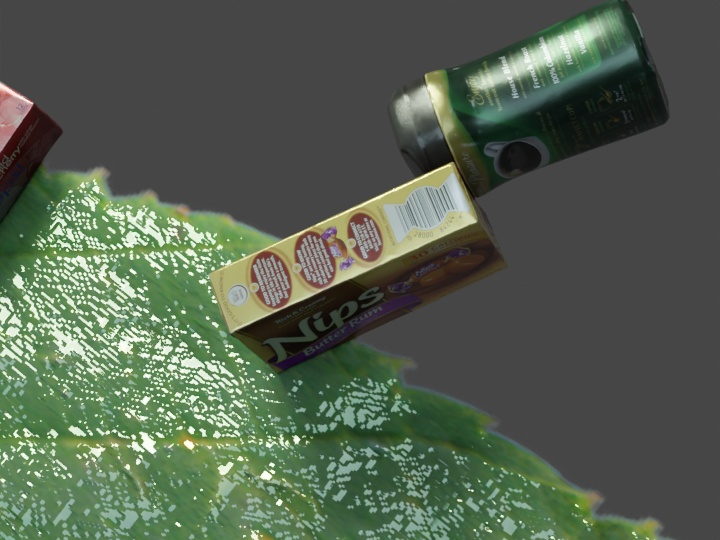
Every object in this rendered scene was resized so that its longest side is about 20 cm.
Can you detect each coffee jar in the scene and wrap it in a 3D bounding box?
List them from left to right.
[{"bbox_3d":[0.124,-0.122,1.487,0.199,0.104,0.086,-21,60,8],"label":"coffee jar"}]

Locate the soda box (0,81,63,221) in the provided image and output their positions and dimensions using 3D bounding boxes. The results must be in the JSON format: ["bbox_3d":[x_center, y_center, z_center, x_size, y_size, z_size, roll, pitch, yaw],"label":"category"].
[{"bbox_3d":[-0.331,-0.058,1.617,0.070,0.063,0.201,31,84,22],"label":"soda box"}]

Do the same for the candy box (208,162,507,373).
[{"bbox_3d":[0.000,0.000,1.476,0.199,0.117,0.057,-25,68,6],"label":"candy box"}]
